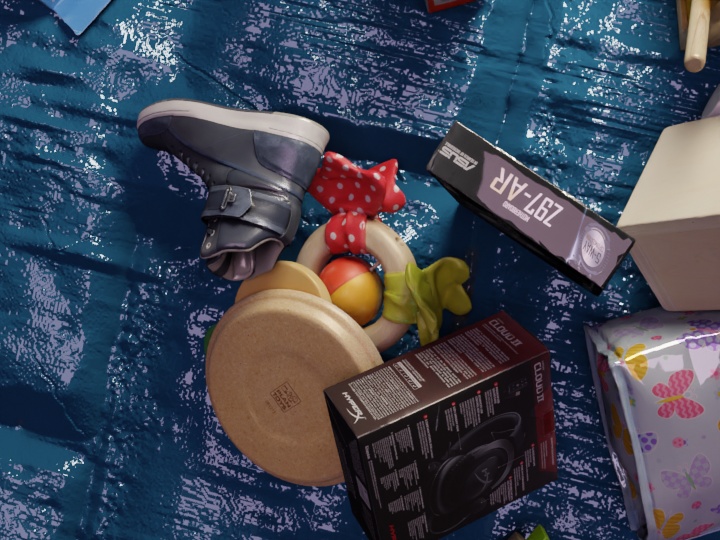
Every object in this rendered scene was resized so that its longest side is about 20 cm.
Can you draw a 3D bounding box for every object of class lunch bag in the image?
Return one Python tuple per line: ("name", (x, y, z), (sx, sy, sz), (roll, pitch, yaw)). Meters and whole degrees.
("lunch bag", (0.299, 0.131, 0.786), (0.168, 0.127, 0.202), (-16, 102, 5))

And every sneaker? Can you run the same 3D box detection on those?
("sneaker", (-0.137, -0.072, 0.816), (0.200, 0.077, 0.148), (11, 80, 28))

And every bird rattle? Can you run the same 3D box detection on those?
("bird rattle", (0.000, 0.000, 0.831), (0.163, 0.113, 0.200), (-44, 85, 22))

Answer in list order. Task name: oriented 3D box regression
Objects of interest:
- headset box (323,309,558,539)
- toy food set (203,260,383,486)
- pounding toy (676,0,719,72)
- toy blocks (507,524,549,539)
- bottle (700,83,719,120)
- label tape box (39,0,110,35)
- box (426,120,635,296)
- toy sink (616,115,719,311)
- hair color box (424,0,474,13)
("headset box", (0.082, 0.138, 0.780), (0.198, 0.077, 0.150), (-23, 124, -17))
("toy food set", (-0.061, 0.107, 0.837), (0.200, 0.049, 0.199), (40, 118, 7))
("pounding toy", (0.308, -0.257, 0.740), (0.140, 0.184, 0.203), (-5, 92, 6))
("toy blocks", (0.150, 0.348, 0.839), (0.136, 0.100, 0.201), (38, 97, -9))
("bottle", (0.397, -0.103, 0.788), (0.199, 0.084, 0.066), (30, 122, 5))
("label tape box", (-0.300, -0.349, 0.859), (0.143, 0.066, 0.200), (-45, 86, 6))
("box", (0.143, -0.044, 0.748), (0.160, 0.200, 0.044), (36, 95, 12))
("toy sink", (0.331, -0.049, 0.716), (0.112, 0.199, 0.131), (50, 56, -26))
("hair color box", (0.061, -0.344, 0.798), (0.063, 0.111, 0.202), (-13, 91, 8))
